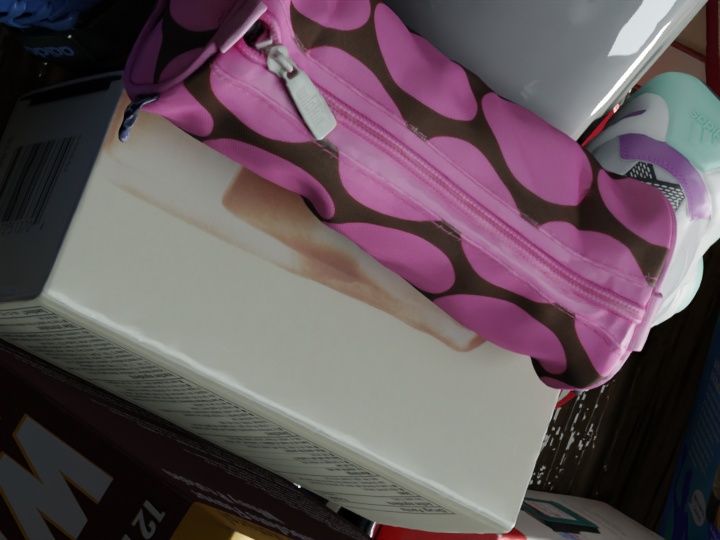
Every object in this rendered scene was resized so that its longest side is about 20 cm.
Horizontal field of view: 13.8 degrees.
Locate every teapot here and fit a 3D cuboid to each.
[{"bbox_3d":[0.051,-0.122,1.095,0.200,0.146,0.198,-47,177,-42],"label":"teapot"}]

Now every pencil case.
[{"bbox_3d":[0.018,-0.036,0.971,0.200,0.094,0.091,32,83,-24],"label":"pencil case"}]

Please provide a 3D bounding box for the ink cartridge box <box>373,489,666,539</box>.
[{"bbox_3d":[0.053,0.159,1.325,0.200,0.067,0.117,13,104,-49],"label":"ink cartridge box"}]

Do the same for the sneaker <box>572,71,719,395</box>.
[{"bbox_3d":[0.077,0.011,1.179,0.140,0.078,0.200,-46,169,-21],"label":"sneaker"}]

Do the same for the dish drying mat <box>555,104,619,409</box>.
[{"bbox_3d":[0.088,-0.030,1.283,0.077,0.018,0.201,-33,134,-27],"label":"dish drying mat"}]

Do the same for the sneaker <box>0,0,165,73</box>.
[{"bbox_3d":[-0.121,-0.094,0.977,0.200,0.077,0.112,-45,130,-26],"label":"sneaker"}]

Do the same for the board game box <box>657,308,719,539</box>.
[{"bbox_3d":[0.186,0.104,1.370,0.045,0.152,0.201,9,112,-11],"label":"board game box"}]

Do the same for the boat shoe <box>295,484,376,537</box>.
[{"bbox_3d":[-0.028,0.114,1.215,0.072,0.063,0.201,4,110,-46],"label":"boat shoe"}]

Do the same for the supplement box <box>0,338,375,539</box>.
[{"bbox_3d":[-0.082,0.128,1.059,0.197,0.200,0.133,29,91,-51],"label":"supplement box"}]

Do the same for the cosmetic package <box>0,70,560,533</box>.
[{"bbox_3d":[-0.035,0.014,1.047,0.200,0.103,0.088,29,73,-27],"label":"cosmetic package"}]

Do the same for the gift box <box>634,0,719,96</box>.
[{"bbox_3d":[0.216,-0.132,1.219,0.184,0.200,0.187,-28,133,-25],"label":"gift box"}]
